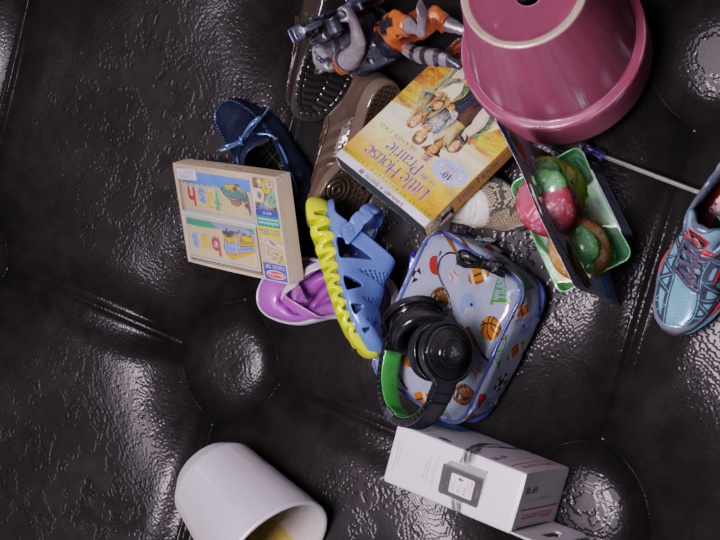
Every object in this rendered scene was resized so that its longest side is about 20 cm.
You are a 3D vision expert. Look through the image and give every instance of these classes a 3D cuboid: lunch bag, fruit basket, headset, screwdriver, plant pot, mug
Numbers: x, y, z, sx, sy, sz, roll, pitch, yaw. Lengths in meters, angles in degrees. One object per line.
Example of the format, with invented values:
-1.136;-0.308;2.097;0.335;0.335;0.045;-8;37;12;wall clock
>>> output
0.105;0.057;1.502;0.160;0.075;0.201;33;105;32;lunch bag
0.208;-0.059;1.371;0.094;0.200;0.186;-27;73;13;fruit basket
0.084;0.072;1.427;0.124;0.094;0.201;46;121;56;headset
0.272;-0.111;1.434;0.200;0.028;0.029;30;134;29;screwdriver
0.185;-0.250;1.378;0.199;0.179;0.201;-6;73;19;plant pot
-0.154;0.299;1.616;0.153;0.149;0.187;43;103;35;mug

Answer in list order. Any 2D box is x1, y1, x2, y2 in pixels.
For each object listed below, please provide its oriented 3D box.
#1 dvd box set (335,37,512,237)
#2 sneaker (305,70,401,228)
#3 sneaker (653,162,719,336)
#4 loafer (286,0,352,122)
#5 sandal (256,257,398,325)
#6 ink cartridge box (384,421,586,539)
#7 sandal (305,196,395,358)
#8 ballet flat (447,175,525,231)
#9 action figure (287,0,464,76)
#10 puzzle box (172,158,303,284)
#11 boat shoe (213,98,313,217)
0.091;-0.149;1.491;0.200;0.029;0.146;-44;62;-10;dvd box set
-0.017;-0.142;1.604;0.076;0.070;0.200;39;106;47;sneaker
0.337;-0.029;1.347;0.079;0.095;0.201;29;103;30;sneaker
-0.045;-0.276;1.624;0.071;0.073;0.201;23;98;59;loafer
-0.048;0.024;1.613;0.202;0.050;0.083;-1;87;32;sandal
0.141;0.223;1.446;0.199;0.116;0.067;18;96;31;ink cartridge box
0.000;0.000;1.521;0.087;0.080;0.201;-15;74;-1;sandal
0.095;-0.093;1.513;0.200;0.075;0.068;37;133;27;ballet flat
0.013;-0.252;1.509;0.193;0.200;0.105;-7;106;41;action figure
-0.150;-0.061;1.645;0.200;0.025;0.134;11;115;45;puzzle box
-0.116;-0.146;1.653;0.200;0.069;0.084;42;109;27;boat shoe
